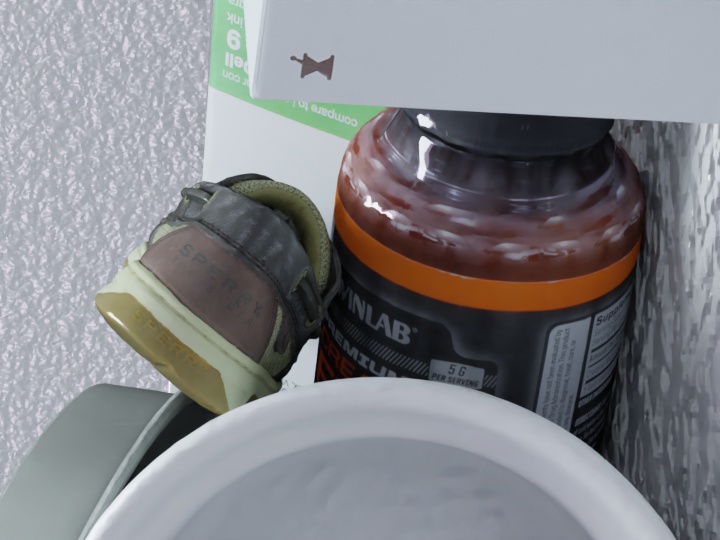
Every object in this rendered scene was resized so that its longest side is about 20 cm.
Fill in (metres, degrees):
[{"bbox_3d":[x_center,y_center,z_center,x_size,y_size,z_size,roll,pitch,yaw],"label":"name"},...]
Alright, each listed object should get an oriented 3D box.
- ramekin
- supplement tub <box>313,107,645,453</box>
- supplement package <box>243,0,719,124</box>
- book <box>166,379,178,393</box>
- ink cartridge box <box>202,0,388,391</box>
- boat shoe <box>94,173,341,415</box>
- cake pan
[{"bbox_3d":[0.007,0.129,0.692,0.098,0.199,0.202,-67,-20,-87],"label":"ramekin"},{"bbox_3d":[0.039,0.013,0.787,0.107,0.106,0.201,-101,15,-58],"label":"supplement tub"},{"bbox_3d":[0.046,-0.161,0.613,0.201,0.150,0.152,-96,12,-46],"label":"supplement package"},{"bbox_3d":[-0.042,0.111,1.243,0.048,0.133,0.201,120,151,-73],"label":"book"},{"bbox_3d":[0.006,-0.038,0.899,0.146,0.084,0.201,-40,-36,-51],"label":"ink cartridge box"},{"bbox_3d":[-0.037,0.003,0.750,0.066,0.072,0.201,-45,0,3],"label":"boat shoe"},{"bbox_3d":[-0.102,0.124,0.761,0.200,0.037,0.201,22,-90,-82],"label":"cake pan"}]
